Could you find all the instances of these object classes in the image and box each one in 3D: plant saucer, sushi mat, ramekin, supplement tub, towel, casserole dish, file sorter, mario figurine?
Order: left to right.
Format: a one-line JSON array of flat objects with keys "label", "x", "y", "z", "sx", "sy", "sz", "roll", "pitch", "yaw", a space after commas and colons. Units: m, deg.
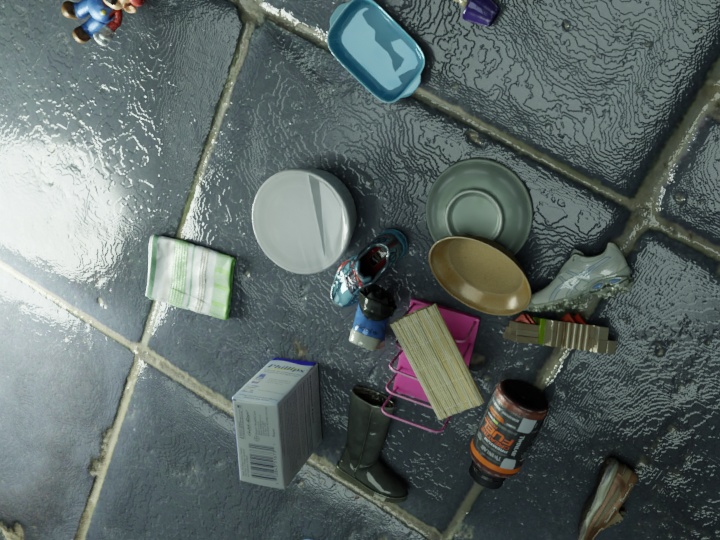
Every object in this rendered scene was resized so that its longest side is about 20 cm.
[{"label": "mario figurine", "x": -0.499, "y": -0.516, "z": 1.516, "sx": 0.198, "sy": 0.107, "sz": 0.123, "roll": -20, "pitch": 134, "yaw": 32}, {"label": "towel", "x": -0.364, "y": 0.016, "z": 1.682, "sx": 0.197, "sy": 0.031, "sz": 0.151, "roll": 15, "pitch": 112, "yaw": 15}, {"label": "ramekin", "x": -0.098, "y": -0.101, "z": 1.510, "sx": 0.199, "sy": 0.094, "sz": 0.206, "roll": 6, "pitch": 109, "yaw": 19}, {"label": "casserole dish", "x": 0.031, "y": -0.390, "z": 1.400, "sx": 0.200, "sy": 0.039, "sz": 0.121, "roll": 44, "pitch": 116, "yaw": 2}, {"label": "file sorter", "x": 0.128, "y": 0.181, "z": 1.499, "sx": 0.137, "sy": 0.125, "sz": 0.203, "roll": 16, "pitch": 112, "yaw": 15}, {"label": "sushi mat", "x": 0.136, "y": 0.163, "z": 1.414, "sx": 0.095, "sy": 0.012, "sz": 0.202, "roll": -26, "pitch": 93, "yaw": 23}, {"label": "plant saucer", "x": 0.208, "y": -0.097, "z": 1.423, "sx": 0.197, "sy": 0.050, "sz": 0.203, "roll": 6, "pitch": 109, "yaw": 18}, {"label": "plant saucer", "x": 0.218, "y": 0.001, "z": 1.417, "sx": 0.198, "sy": 0.036, "sz": 0.201, "roll": 25, "pitch": 148, "yaw": 16}, {"label": "supplement tub", "x": 0.273, "y": 0.314, "z": 1.499, "sx": 0.106, "sy": 0.107, "sz": 0.202, "roll": 24, "pitch": 113, "yaw": 11}]

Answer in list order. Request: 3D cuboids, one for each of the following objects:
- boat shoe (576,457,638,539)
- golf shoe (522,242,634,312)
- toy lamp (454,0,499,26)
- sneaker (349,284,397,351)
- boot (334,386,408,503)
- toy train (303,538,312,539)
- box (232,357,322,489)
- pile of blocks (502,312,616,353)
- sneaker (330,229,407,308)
[{"label": "boat shoe", "x": 0.463, "y": 0.451, "z": 1.492, "sx": 0.071, "sy": 0.076, "sz": 0.203, "roll": 20, "pitch": 114, "yaw": 11}, {"label": "golf shoe", "x": 0.375, "y": 0.016, "z": 1.398, "sx": 0.198, "sy": 0.078, "sz": 0.099, "roll": -20, "pitch": 75, "yaw": 25}, {"label": "toy lamp", "x": 0.141, "y": -0.473, "z": 1.322, "sx": 0.199, "sy": 0.058, "sz": 0.059, "roll": 33, "pitch": 115, "yaw": 6}, {"label": "sneaker", "x": 0.026, "y": 0.086, "z": 1.490, "sx": 0.076, "sy": 0.200, "sz": 0.113, "roll": 21, "pitch": 89, "yaw": 7}, {"label": "boot", "x": 0.040, "y": 0.358, "z": 1.629, "sx": 0.180, "sy": 0.073, "sz": 0.203, "roll": 21, "pitch": 106, "yaw": 11}, {"label": "toy train", "x": -0.085, "y": 0.672, "z": 1.742, "sx": 0.198, "sy": 0.114, "sz": 0.088, "roll": 22, "pitch": 113, "yaw": 12}, {"label": "box", "x": -0.164, "y": 0.303, "z": 1.605, "sx": 0.103, "sy": 0.200, "sz": 0.187, "roll": 4, "pitch": 108, "yaw": 20}, {"label": "pile of blocks", "x": 0.358, "y": 0.105, "z": 1.426, "sx": 0.197, "sy": 0.082, "sz": 0.063, "roll": 7, "pitch": 91, "yaw": 9}, {"label": "sneaker", "x": 0.000, "y": 0.000, "z": 1.505, "sx": 0.079, "sy": 0.095, "sz": 0.200, "roll": 44, "pitch": 116, "yaw": 5}]
